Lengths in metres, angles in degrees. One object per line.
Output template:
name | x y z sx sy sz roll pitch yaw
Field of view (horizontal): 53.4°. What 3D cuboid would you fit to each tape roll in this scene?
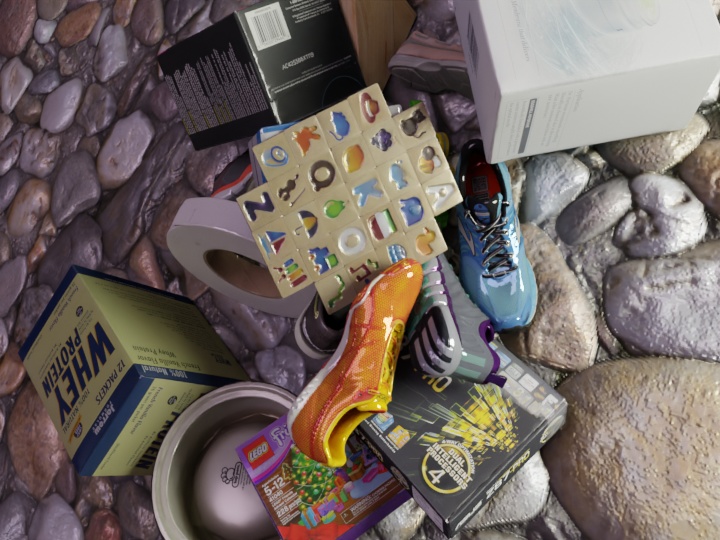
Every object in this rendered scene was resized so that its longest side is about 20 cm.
tape roll | -0.125 -0.010 0.814 0.198 0.203 0.038 5 60 34

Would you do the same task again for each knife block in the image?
knife block | -0.013 -0.309 0.842 0.063 0.174 0.204 26 91 36

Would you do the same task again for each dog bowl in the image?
dog bowl | -0.123 0.230 0.781 0.194 0.074 0.205 -3 60 6

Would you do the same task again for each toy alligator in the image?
toy alligator | 0.073 -0.088 0.801 0.054 0.058 0.206 139 123 -67

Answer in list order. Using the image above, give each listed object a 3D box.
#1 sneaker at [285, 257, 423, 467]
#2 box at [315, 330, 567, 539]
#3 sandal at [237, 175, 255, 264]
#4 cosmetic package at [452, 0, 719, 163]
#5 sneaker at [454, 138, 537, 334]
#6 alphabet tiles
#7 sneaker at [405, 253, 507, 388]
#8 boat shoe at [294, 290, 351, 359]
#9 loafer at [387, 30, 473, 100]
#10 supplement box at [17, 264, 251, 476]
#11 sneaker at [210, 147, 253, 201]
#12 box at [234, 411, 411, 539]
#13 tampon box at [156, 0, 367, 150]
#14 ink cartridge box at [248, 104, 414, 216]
sneaker | 0.010 0.085 0.655 0.076 0.073 0.204 29 92 31
box | 0.074 0.126 0.696 0.160 0.050 0.200 -35 54 -18
sandal | -0.123 -0.052 0.900 0.203 0.079 0.058 -54 37 20
cosmetic package | 0.200 -0.232 0.670 0.194 0.123 0.205 -9 69 1
sneaker | 0.124 -0.037 0.714 0.076 0.090 0.206 -14 72 13
alphabet tiles | -0.007 -0.066 0.665 0.196 0.006 0.170 -27 99 -6
sneaker | 0.083 0.039 0.706 0.075 0.086 0.202 -55 25 30
boat shoe | 0.000 0.000 0.753 0.061 0.071 0.204 -41 18 56
loafer | 0.117 -0.234 0.803 0.197 0.072 0.064 23 81 39
supplement box | -0.266 0.126 0.869 0.200 0.198 0.136 44 102 33
sneaker | -0.128 -0.140 0.934 0.196 0.077 0.084 -24 58 25
box | -0.011 0.185 0.724 0.197 0.040 0.137 -32 57 -14
tampon box | -0.121 -0.241 0.858 0.197 0.149 0.129 1 118 49
ink cartridge box | -0.041 -0.114 0.762 0.140 0.200 0.087 -12 99 -11
